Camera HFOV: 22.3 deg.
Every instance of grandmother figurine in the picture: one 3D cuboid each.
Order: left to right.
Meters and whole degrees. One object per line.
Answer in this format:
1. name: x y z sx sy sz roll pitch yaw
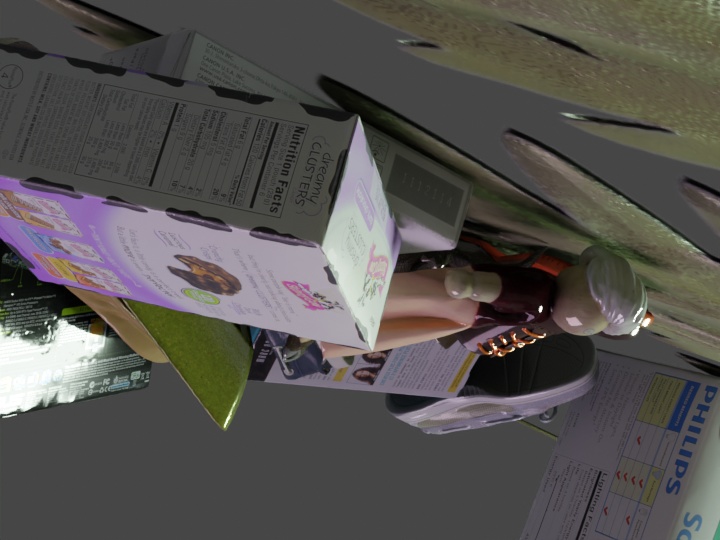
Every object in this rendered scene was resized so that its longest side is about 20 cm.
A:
1. grandmother figurine: 0.064 0.018 1.045 0.199 0.061 0.121 -1 -174 -2

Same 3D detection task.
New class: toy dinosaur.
1. toy dinosaur: 0.023 -0.005 1.173 0.199 0.077 0.102 -21 170 16

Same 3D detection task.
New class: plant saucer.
1. plant saucer: -0.139 -0.012 1.333 0.200 0.048 0.200 56 -172 -26

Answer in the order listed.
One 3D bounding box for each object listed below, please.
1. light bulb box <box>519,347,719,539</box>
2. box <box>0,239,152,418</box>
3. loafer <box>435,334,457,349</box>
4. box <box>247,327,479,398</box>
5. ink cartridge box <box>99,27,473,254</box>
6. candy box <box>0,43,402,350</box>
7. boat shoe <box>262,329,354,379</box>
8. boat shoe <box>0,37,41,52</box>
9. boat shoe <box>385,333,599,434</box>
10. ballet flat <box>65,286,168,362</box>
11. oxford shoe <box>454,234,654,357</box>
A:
1. light bulb box: 0.245 0.182 1.447 0.124 0.199 0.200 23 176 -24
2. box: -0.234 0.011 1.442 0.047 0.194 0.200 16 -165 34
3. loafer: 0.000 0.000 1.358 0.199 0.068 0.076 21 174 18
4. box: 0.000 0.049 1.435 0.199 0.082 0.049 8 -141 -28
5. ink cartridge box: -0.067 -0.061 1.025 0.200 0.045 0.176 27 161 -32
6. candy box: -0.090 -0.034 0.931 0.199 0.072 0.168 12 162 12
7. boat shoe: -0.071 -0.002 1.293 0.062 0.075 0.200 -20 128 15
8. boat shoe: -0.244 -0.111 1.210 0.075 0.075 0.202 14 173 6
9. boat shoe: 0.115 0.095 1.511 0.201 0.075 0.065 -18 138 34
10. ballet flat: -0.174 0.017 1.419 0.063 0.069 0.200 -12 150 23
11. oxford shoe: 0.108 0.028 1.182 0.071 0.073 0.200 27 173 -35
